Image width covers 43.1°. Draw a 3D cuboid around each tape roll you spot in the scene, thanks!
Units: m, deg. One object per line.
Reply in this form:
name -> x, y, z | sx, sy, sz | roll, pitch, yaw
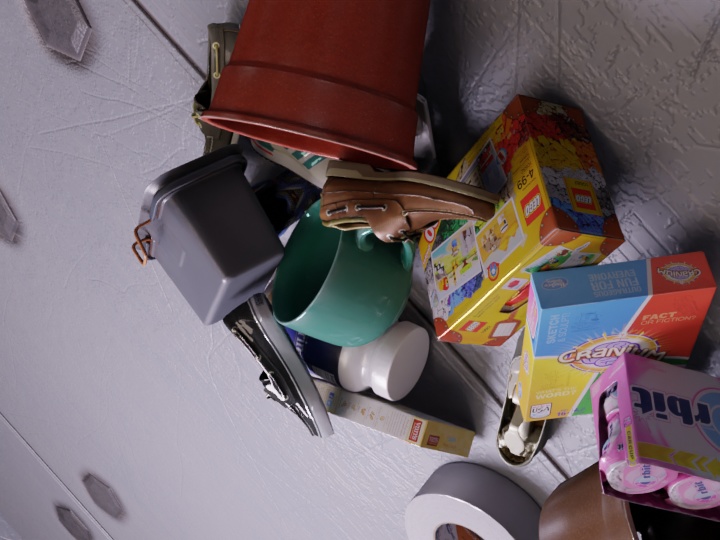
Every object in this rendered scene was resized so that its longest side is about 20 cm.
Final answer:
tape roll -> 0.158, 0.355, 1.217 | 0.200, 0.066, 0.201 | 24, 133, 28

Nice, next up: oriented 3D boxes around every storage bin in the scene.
storage bin -> -0.175, -0.026, 1.049 | 0.134, 0.145, 0.200 | 56, 153, 11

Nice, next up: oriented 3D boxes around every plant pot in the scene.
plant pot -> -0.024, -0.206, 0.817 | 0.201, 0.201, 0.196 | 15, 94, 33
plant pot -> 0.297, 0.264, 0.941 | 0.200, 0.200, 0.198 | 46, 147, 3

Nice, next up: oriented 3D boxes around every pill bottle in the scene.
pill bottle -> -0.024, 0.080, 1.126 | 0.200, 0.116, 0.116 | 21, 132, 28

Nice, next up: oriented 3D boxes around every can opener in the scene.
can opener -> 0.065, -0.115, 0.955 | 0.053, 0.067, 0.200 | 15, 142, 28

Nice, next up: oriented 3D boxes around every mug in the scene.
mug -> -0.006, 0.009, 0.995 | 0.114, 0.152, 0.185 | 23, 176, -26

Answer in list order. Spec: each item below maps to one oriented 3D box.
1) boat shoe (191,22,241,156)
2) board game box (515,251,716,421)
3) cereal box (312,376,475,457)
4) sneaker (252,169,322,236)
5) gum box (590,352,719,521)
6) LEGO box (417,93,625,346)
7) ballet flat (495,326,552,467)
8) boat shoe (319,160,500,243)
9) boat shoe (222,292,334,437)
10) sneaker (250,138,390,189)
boat shoe -> -0.163, -0.198, 1.056 | 0.060, 0.072, 0.202 | 5, 135, -19
board game box -> 0.229, 0.068, 0.850 | 0.153, 0.040, 0.200 | -7, 142, 0
cereal box -> 0.029, 0.183, 1.153 | 0.200, 0.040, 0.144 | 16, 174, 34
sneaker -> -0.115, -0.074, 1.116 | 0.075, 0.078, 0.200 | 52, 139, -3
gum box -> 0.307, 0.157, 0.827 | 0.200, 0.114, 0.066 | 15, 138, -11
LEGO box -> 0.139, -0.040, 0.859 | 0.200, 0.077, 0.149 | -51, 40, 48
ballet flat -> 0.191, 0.147, 1.027 | 0.067, 0.064, 0.200 | 23, 133, 26
boat shoe -> 0.042, -0.056, 0.851 | 0.200, 0.072, 0.068 | 13, 89, 46
boat shoe -> -0.093, 0.118, 1.062 | 0.200, 0.057, 0.069 | 64, 178, -21
sneaker -> -0.045, -0.151, 0.999 | 0.200, 0.070, 0.094 | 27, 141, 27
